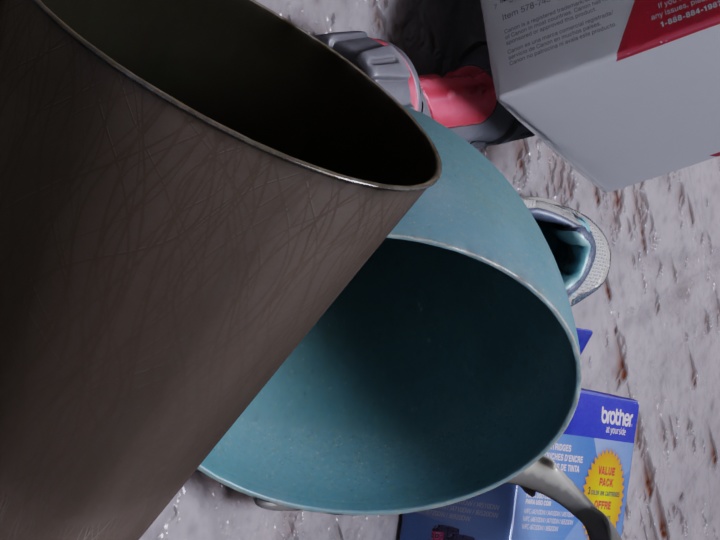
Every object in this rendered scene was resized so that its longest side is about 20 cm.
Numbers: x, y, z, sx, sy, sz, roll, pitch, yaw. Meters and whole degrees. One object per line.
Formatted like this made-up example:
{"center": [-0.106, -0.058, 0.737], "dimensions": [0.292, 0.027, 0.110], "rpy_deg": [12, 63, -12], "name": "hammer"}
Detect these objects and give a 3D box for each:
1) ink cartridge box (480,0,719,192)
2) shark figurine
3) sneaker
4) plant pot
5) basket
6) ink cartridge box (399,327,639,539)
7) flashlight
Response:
{"center": [0.149, -0.173, 1.325], "dimensions": [0.145, 0.145, 0.201], "rpy_deg": [32, 46, -55], "name": "ink cartridge box"}
{"center": [0.040, 0.110, 1.305], "dimensions": [0.129, 0.213, 0.090], "rpy_deg": [-90, -158, -46], "name": "shark figurine"}
{"center": [0.096, -0.002, 1.382], "dimensions": [0.200, 0.086, 0.078], "rpy_deg": [4, 93, -57], "name": "sneaker"}
{"center": [0.000, 0.000, 1.167], "dimensions": [0.200, 0.199, 0.135], "rpy_deg": [57, 25, -44], "name": "plant pot"}
{"center": [-0.094, 0.000, 0.950], "dimensions": [0.201, 0.180, 0.136], "rpy_deg": [-60, 180, 22], "name": "basket"}
{"center": [0.087, 0.129, 1.404], "dimensions": [0.136, 0.076, 0.201], "rpy_deg": [12, 84, -57], "name": "ink cartridge box"}
{"center": [0.036, -0.093, 1.296], "dimensions": [0.200, 0.067, 0.068], "rpy_deg": [-14, 94, -55], "name": "flashlight"}
